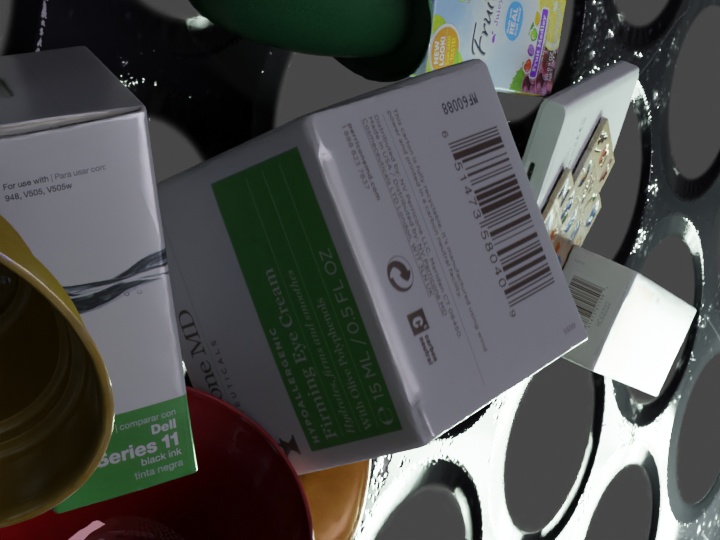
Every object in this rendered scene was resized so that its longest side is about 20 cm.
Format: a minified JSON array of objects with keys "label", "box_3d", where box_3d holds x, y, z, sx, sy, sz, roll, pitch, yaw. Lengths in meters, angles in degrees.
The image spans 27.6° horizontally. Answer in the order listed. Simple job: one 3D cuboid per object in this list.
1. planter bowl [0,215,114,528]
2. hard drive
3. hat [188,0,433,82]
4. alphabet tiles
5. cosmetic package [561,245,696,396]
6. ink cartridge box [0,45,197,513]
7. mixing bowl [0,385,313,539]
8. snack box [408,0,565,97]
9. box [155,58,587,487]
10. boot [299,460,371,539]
[{"label":"planter bowl","box_3d":[-0.199,0.020,0.635,0.084,0.199,0.201,-86,160,-47]},{"label":"hard drive","box_3d":[0.186,-0.105,1.290,0.200,0.027,0.133,-30,141,-58]},{"label":"hat","box_3d":[-0.084,-0.157,0.859,0.176,0.200,0.166,-37,168,-26]},{"label":"alphabet tiles","box_3d":[0.178,-0.032,1.306,0.201,0.008,0.167,-62,160,-11]},{"label":"cosmetic package","box_3d":[0.249,0.052,1.419,0.200,0.071,0.102,21,94,-60]},{"label":"ink cartridge box","box_3d":[-0.152,-0.002,0.762,0.082,0.147,0.202,-13,115,-18]},{"label":"mixing bowl","box_3d":[-0.133,0.175,0.849,0.200,0.199,0.109,-46,164,-38]},{"label":"snack box","box_3d":[0.089,-0.226,1.129,0.199,0.067,0.170,-3,104,-54]},{"label":"box","box_3d":[0.000,0.000,0.923,0.199,0.171,0.200,-24,94,-50]},{"label":"boot","box_3d":[-0.072,0.175,1.013,0.144,0.070,0.202,42,70,-53]}]
